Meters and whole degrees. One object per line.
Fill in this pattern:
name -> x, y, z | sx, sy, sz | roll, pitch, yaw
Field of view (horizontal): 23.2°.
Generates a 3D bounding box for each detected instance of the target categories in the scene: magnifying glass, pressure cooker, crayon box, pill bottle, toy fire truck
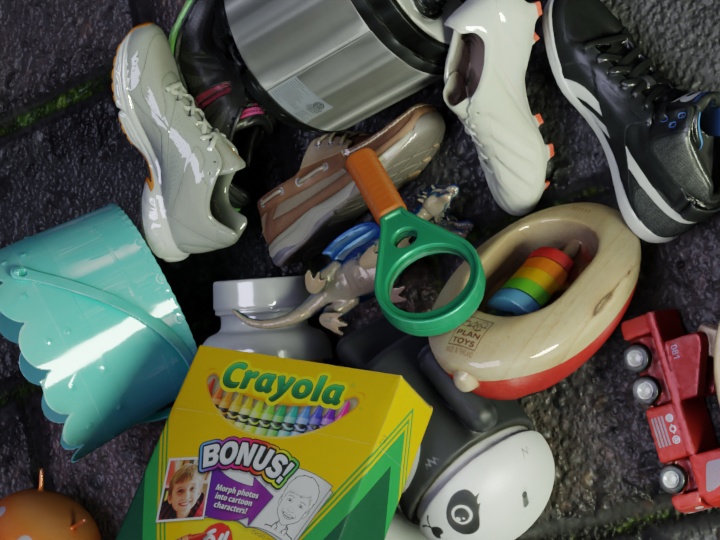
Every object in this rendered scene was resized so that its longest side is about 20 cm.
magnifying glass -> 0.032, -0.025, 1.295 | 0.079, 0.022, 0.200 | -28, 45, 0
pressure cooker -> 0.011, -0.214, 1.349 | 0.200, 0.176, 0.179 | -25, 80, 37
crayon box -> -0.066, 0.153, 1.293 | 0.199, 0.058, 0.173 | 6, 66, 37
pill bottle -> -0.076, 0.107, 1.459 | 0.112, 0.112, 0.201 | -4, 89, 36
toy fire truck -> 0.263, 0.062, 1.250 | 0.141, 0.049, 0.201 | -21, 80, 33

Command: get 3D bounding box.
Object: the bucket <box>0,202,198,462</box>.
bucket -> -0.231, 0.050, 1.506 | 0.134, 0.207, 0.208 | -28, 69, -13

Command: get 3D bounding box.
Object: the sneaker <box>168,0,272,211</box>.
sneaker -> -0.114, -0.147, 1.512 | 0.083, 0.077, 0.201 | 2, 102, 29

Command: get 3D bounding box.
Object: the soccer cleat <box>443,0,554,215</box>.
soccer cleat -> 0.096, -0.120, 1.307 | 0.069, 0.077, 0.201 | 36, 145, 42

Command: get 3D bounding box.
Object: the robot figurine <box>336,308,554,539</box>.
robot figurine -> 0.059, 0.126, 1.352 | 0.125, 0.150, 0.200 | -45, 65, 11

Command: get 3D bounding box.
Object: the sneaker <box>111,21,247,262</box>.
sneaker -> -0.141, -0.110, 1.457 | 0.092, 0.076, 0.201 | -5, 105, 27

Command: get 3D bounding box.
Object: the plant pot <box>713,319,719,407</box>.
plant pot -> 0.341, 0.060, 1.156 | 0.200, 0.093, 0.202 | 1, 93, 25

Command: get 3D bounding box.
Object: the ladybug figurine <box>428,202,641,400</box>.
ladybug figurine -> 0.130, 0.028, 1.279 | 0.135, 0.200, 0.072 | 16, 137, 41

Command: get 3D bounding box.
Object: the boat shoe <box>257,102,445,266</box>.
boat shoe -> -0.016, -0.081, 1.432 | 0.200, 0.076, 0.072 | -37, 74, 29

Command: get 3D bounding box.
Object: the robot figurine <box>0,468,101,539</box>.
robot figurine -> -0.313, 0.287, 1.635 | 0.116, 0.144, 0.201 | 23, 110, -8

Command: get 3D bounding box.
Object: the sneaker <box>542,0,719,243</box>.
sneaker -> 0.210, -0.128, 1.250 | 0.112, 0.073, 0.201 | -33, 80, 59

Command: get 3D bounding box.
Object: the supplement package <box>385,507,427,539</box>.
supplement package -> 0.033, 0.268, 1.384 | 0.200, 0.114, 0.110 | 45, 116, 25

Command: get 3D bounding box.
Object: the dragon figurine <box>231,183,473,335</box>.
dragon figurine -> 0.000, 0.000, 1.398 | 0.199, 0.099, 0.059 | -29, 100, 25
